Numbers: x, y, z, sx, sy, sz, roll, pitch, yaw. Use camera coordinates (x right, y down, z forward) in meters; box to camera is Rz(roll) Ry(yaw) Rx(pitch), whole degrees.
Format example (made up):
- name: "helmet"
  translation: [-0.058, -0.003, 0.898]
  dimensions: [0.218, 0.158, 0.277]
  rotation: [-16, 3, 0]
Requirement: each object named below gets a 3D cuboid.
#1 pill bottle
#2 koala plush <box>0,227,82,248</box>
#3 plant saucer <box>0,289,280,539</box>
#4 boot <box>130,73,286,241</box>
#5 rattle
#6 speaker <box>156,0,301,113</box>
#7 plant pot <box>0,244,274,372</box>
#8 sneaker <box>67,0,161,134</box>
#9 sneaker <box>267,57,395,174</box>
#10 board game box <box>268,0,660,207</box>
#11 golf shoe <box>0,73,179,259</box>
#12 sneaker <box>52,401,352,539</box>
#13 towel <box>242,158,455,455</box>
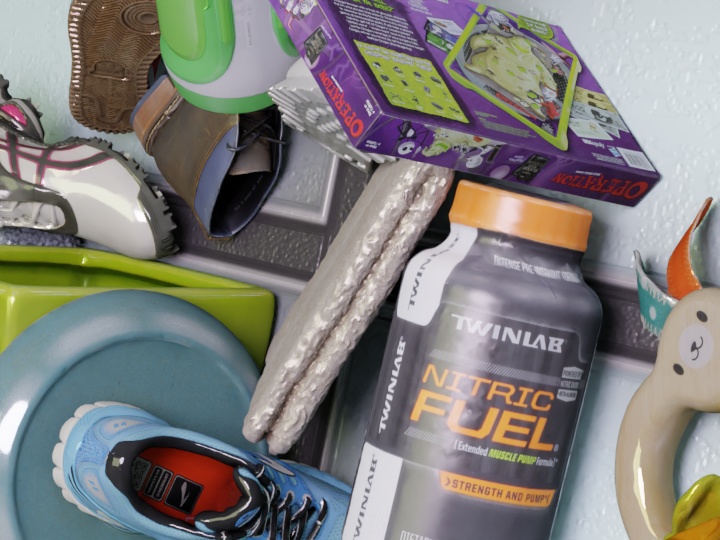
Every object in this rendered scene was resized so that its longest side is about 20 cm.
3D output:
- name: "pill bottle"
  translation: [0.061, 0.057, 1.131]
  dimensions: [0.106, 0.106, 0.201]
  rotation: [16, 95, 47]
- name: "koala plush"
  translation: [-0.325, -0.014, 1.481]
  dimensions: [0.184, 0.200, 0.178]
  rotation: [-54, 49, 25]
- name: "plant saucer"
  translation: [-0.126, 0.111, 1.225]
  dimensions: [0.027, 0.199, 0.201]
  rotation: [8, 88, 58]
- name: "boot"
  translation: [-0.059, -0.106, 1.323]
  dimensions: [0.200, 0.075, 0.097]
  rotation: [-48, 61, 42]
- name: "rattle"
  translation: [0.134, 0.062, 1.036]
  dimensions: [0.130, 0.142, 0.201]
  rotation: [-29, 68, 60]
- name: "speaker"
  translation: [-0.074, -0.182, 1.180]
  dimensions: [0.088, 0.088, 0.201]
  rotation: [50, 155, 39]
- name: "plant pot"
  translation: [-0.191, 0.085, 1.332]
  dimensions: [0.199, 0.199, 0.182]
  rotation: [13, 98, 46]
- name: "sneaker"
  translation: [-0.141, -0.178, 1.366]
  dimensions: [0.200, 0.071, 0.113]
  rotation: [120, 158, -61]
- name: "sneaker"
  translation: [0.001, -0.106, 1.189]
  dimensions: [0.081, 0.076, 0.200]
  rotation: [-56, 6, -3]
- name: "board game box"
  translation: [0.052, -0.094, 1.101]
  dimensions: [0.032, 0.199, 0.120]
  rotation: [-47, 52, 31]
- name: "golf shoe"
  translation: [-0.203, -0.048, 1.413]
  dimensions: [0.200, 0.088, 0.077]
  rotation: [29, 145, 28]
- name: "sneaker"
  translation: [-0.065, 0.132, 1.184]
  dimensions: [0.090, 0.199, 0.079]
  rotation: [6, 76, 67]
- name: "towel"
  translation: [0.000, 0.000, 1.204]
  dimensions: [0.200, 0.034, 0.133]
  rotation: [-58, 7, 20]
